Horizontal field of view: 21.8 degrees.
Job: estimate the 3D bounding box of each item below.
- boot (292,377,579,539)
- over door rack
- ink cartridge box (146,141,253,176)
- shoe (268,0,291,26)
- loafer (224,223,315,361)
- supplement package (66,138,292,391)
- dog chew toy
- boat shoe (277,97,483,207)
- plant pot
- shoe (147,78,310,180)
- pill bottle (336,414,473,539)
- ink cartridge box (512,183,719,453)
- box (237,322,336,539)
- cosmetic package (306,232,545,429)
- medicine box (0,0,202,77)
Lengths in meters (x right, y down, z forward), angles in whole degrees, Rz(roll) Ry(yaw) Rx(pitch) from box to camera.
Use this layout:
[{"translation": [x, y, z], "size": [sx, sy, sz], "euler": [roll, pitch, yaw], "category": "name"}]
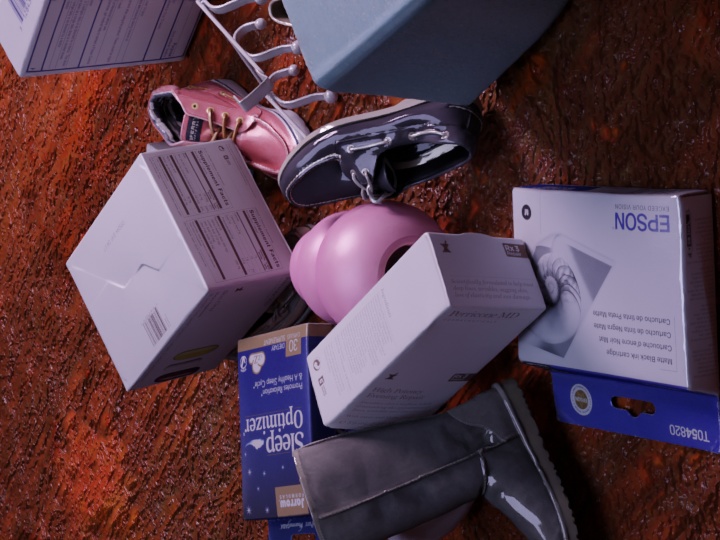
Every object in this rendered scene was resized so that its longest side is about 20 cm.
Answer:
[{"translation": [0.063, 0.195, 1.534], "size": [0.073, 0.200, 0.182], "euler": [89, 158, -70], "category": "boot"}, {"translation": [-0.072, -0.173, 1.691], "size": [0.148, 0.067, 0.200], "euler": [52, -170, -41], "category": "over door rack"}, {"translation": [-0.175, -0.025, 1.957], "size": [0.116, 0.068, 0.200], "euler": [33, 124, 49], "category": "ink cartridge box"}, {"translation": [-0.012, -0.227, 1.678], "size": [0.200, 0.053, 0.070], "euler": [20, 114, 53], "category": "shoe"}, {"translation": [-0.095, 0.031, 1.855], "size": [0.072, 0.063, 0.200], "euler": [63, 143, 26], "category": "loafer"}, {"translation": [-0.175, -0.004, 1.812], "size": [0.200, 0.111, 0.156], "euler": [-48, 64, 47], "category": "supplement package"}, {"translation": [0.000, 0.000, 1.664], "size": [0.200, 0.124, 0.125], "euler": [3, 100, 64], "category": "dog chew toy"}, {"translation": [0.013, -0.092, 1.586], "size": [0.200, 0.073, 0.063], "euler": [-22, 48, 25], "category": "boat shoe"}, {"translation": [0.063, -0.266, 1.444], "size": [0.200, 0.196, 0.196], "euler": [-33, 69, 37], "category": "plant pot"}, {"translation": [-0.130, -0.135, 1.841], "size": [0.200, 0.091, 0.072], "euler": [36, 127, 46], "category": "shoe"}, {"translation": [0.007, 0.162, 1.689], "size": [0.200, 0.116, 0.116], "euler": [26, 118, 51], "category": "pill bottle"}, {"translation": [0.195, 0.035, 1.445], "size": [0.199, 0.041, 0.200], "euler": [5, 102, 56], "category": "ink cartridge box"}, {"translation": [-0.064, 0.153, 1.663], "size": [0.121, 0.032, 0.200], "euler": [-16, 75, 54], "category": "box"}, {"translation": [0.050, 0.052, 1.520], "size": [0.200, 0.102, 0.074], "euler": [-47, 51, 45], "category": "cosmetic package"}, {"translation": [-0.255, -0.302, 1.889], "size": [0.103, 0.200, 0.182], "euler": [58, 140, 27], "category": "medicine box"}]
